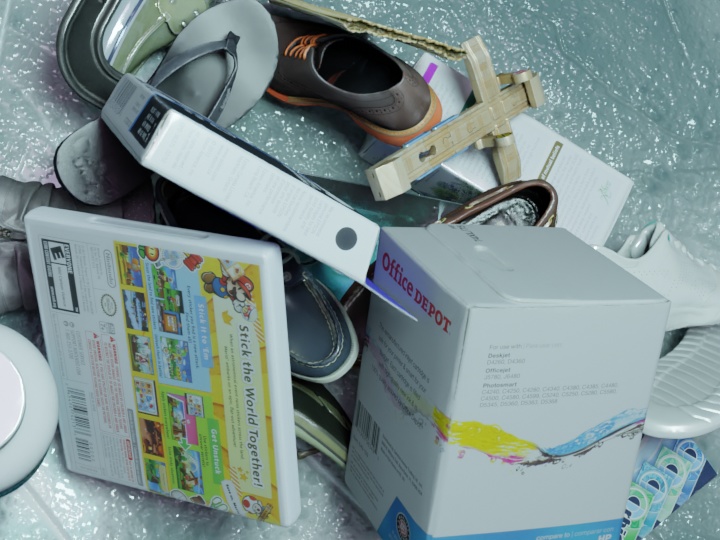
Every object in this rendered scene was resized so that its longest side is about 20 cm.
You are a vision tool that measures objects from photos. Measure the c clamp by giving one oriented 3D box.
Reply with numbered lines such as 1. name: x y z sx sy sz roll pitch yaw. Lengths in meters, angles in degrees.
1. c clamp: -0.138 -0.176 0.921 0.171 0.027 0.200 23 91 -37

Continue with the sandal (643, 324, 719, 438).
1. sandal: 0.272 0.095 0.980 0.203 0.082 0.050 -31 129 -48

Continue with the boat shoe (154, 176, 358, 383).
1. boat shoe: -0.079 0.000 0.890 0.075 0.062 0.200 -38 65 -4

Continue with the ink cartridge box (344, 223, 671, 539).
1. ink cartridge box: 0.090 0.085 0.824 0.146 0.147 0.200 0 112 -21

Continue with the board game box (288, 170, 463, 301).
1. board game box: 0.000 0.000 0.950 0.200 0.028 0.135 11 75 1

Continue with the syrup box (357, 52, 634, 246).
1. syrup box: 0.107 -0.083 0.994 0.200 0.079 0.081 31 73 -7

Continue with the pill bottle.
1. pill bottle: -0.251 0.093 0.792 0.111 0.200 0.111 3 78 -14

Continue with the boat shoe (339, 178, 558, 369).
1. boat shoe: 0.059 -0.002 0.901 0.200 0.070 0.070 -39 86 -8

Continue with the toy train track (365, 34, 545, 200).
1. toy train track: 0.081 -0.101 0.893 0.200 0.033 0.115 -34 112 -39

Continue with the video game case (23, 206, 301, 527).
1. video game case: -0.128 0.063 0.809 0.023 0.182 0.200 -43 136 -54

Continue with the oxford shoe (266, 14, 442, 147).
1. oxford shoe: -0.028 -0.163 0.936 0.200 0.073 0.071 25 77 29

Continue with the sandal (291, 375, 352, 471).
1. sandal: -0.073 0.103 0.900 0.201 0.080 0.057 30 110 -29

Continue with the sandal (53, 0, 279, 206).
1. sandal: -0.130 -0.118 0.886 0.200 0.043 0.076 -47 105 -15

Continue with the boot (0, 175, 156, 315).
1. boot: -0.211 0.026 0.898 0.132 0.070 0.200 -4 73 -9

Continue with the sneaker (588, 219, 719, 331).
1. sneaker: 0.249 0.003 0.989 0.200 0.075 0.089 -7 87 -43

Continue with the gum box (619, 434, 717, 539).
1. gum box: 0.160 0.131 0.982 0.170 0.045 0.200 -35 88 -19

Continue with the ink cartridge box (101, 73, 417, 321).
1. ink cartridge box: -0.063 -0.053 0.802 0.200 0.198 0.043 31 93 -23

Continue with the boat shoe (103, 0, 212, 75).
1. boat shoe: -0.146 -0.211 0.954 0.062 0.072 0.200 30 70 -1

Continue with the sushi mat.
1. sushi mat: -0.001 -0.184 0.924 0.096 0.200 0.012 13 102 -24
